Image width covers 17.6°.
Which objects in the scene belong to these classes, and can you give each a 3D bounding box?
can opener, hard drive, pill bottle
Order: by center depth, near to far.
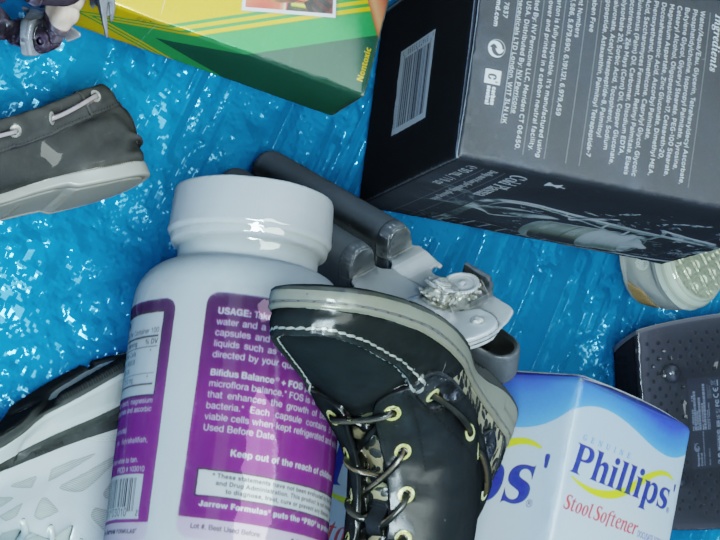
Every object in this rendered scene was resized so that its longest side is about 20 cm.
[{"bbox_3d":[-0.063,0.059,1.158,0.112,0.112,0.201,15,74,-34],"label":"pill bottle"},{"bbox_3d":[0.000,0.000,1.234,0.052,0.200,0.067,-27,137,-35],"label":"can opener"},{"bbox_3d":[0.242,0.094,1.479,0.199,0.042,0.136,-3,89,-36],"label":"hard drive"}]

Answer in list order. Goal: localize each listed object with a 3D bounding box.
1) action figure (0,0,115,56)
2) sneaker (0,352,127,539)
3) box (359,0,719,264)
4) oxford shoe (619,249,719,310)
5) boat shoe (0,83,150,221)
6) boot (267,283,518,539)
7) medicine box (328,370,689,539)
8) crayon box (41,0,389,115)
[{"bbox_3d":[-0.196,-0.139,1.125,0.199,0.069,0.131,-29,132,-11],"label":"action figure"},{"bbox_3d":[-0.165,0.130,1.164,0.200,0.075,0.116,-28,101,-36],"label":"sneaker"},{"bbox_3d":[0.122,-0.087,1.276,0.195,0.200,0.125,9,82,-13],"label":"box"},{"bbox_3d":[0.192,-0.063,1.449,0.075,0.058,0.201,24,59,-32],"label":"oxford shoe"},{"bbox_3d":[-0.197,-0.052,1.166,0.199,0.067,0.057,-14,79,-40],"label":"boat shoe"},{"bbox_3d":[0.009,0.104,1.099,0.203,0.073,0.155,41,57,-54],"label":"boot"},{"bbox_3d":[0.061,0.161,1.251,0.103,0.181,0.201,24,73,-43],"label":"medicine box"},{"bbox_3d":[-0.060,-0.208,1.248,0.172,0.058,0.201,19,75,-17],"label":"crayon box"}]
